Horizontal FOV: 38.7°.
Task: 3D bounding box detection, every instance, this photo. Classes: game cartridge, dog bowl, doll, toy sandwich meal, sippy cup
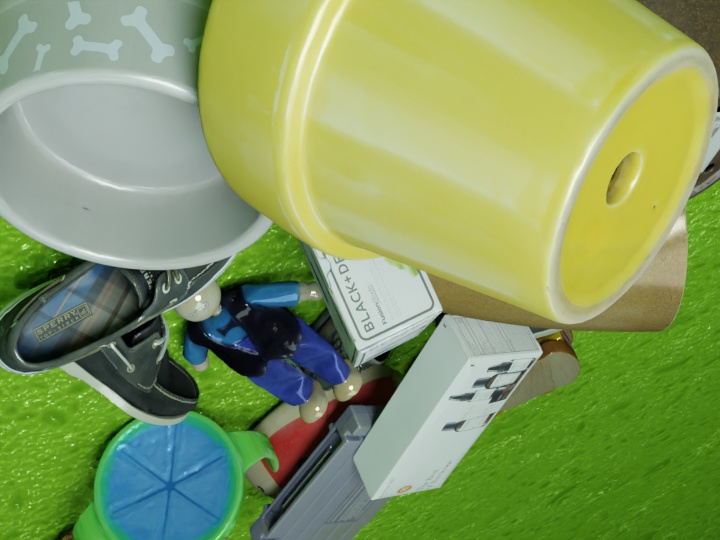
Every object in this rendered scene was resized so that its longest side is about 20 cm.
[{"bbox_3d":[-0.010,0.203,1.004,0.128,0.039,0.201,4,133,-44],"label":"game cartridge"},{"bbox_3d":[-0.127,-0.071,0.577,0.196,0.060,0.201,1,148,1],"label":"dog bowl"},{"bbox_3d":[-0.080,0.054,0.843,0.135,0.049,0.199,-34,134,19],"label":"doll"},{"bbox_3d":[0.144,0.119,1.106,0.202,0.071,0.207,-20,147,-13],"label":"toy sandwich meal"},{"bbox_3d":[-0.169,0.213,0.955,0.174,0.142,0.131,8,156,2],"label":"sippy cup"}]

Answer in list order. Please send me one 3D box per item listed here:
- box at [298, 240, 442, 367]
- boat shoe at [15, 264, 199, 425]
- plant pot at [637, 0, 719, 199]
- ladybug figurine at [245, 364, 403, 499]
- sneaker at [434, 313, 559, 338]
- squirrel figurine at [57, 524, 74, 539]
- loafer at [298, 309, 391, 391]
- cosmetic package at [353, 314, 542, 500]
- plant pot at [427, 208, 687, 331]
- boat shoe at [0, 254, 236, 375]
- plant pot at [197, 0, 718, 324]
[{"bbox_3d":[0.000,0.000,0.720,0.059,0.118,0.200,-24,172,-4],"label":"box"},{"bbox_3d":[-0.173,0.060,0.779,0.067,0.072,0.200,-33,143,5],"label":"boat shoe"},{"bbox_3d":[0.149,-0.142,0.623,0.184,0.202,0.188,-19,147,-13],"label":"plant pot"},{"bbox_3d":[-0.033,0.169,1.039,0.199,0.073,0.135,-39,146,15],"label":"ladybug figurine"},{"bbox_3d":[0.158,0.015,0.965,0.198,0.076,0.106,-31,150,7],"label":"sneaker"},{"bbox_3d":[-0.223,0.342,1.027,0.141,0.188,0.198,-42,145,23],"label":"squirrel figurine"},{"bbox_3d":[0.010,0.052,0.916,0.071,0.063,0.201,5,135,-41],"label":"loafer"},{"bbox_3d":[0.071,0.120,0.885,0.081,0.051,0.201,-1,137,-31],"label":"cosmetic package"},{"bbox_3d":[0.128,-0.031,0.806,0.196,0.189,0.188,-9,146,-4],"label":"plant pot"},{"bbox_3d":[-0.151,0.008,0.682,0.199,0.056,0.069,-35,107,-22],"label":"boat shoe"},{"bbox_3d":[0.055,-0.079,0.487,0.199,0.188,0.203,-32,139,-33],"label":"plant pot"}]
